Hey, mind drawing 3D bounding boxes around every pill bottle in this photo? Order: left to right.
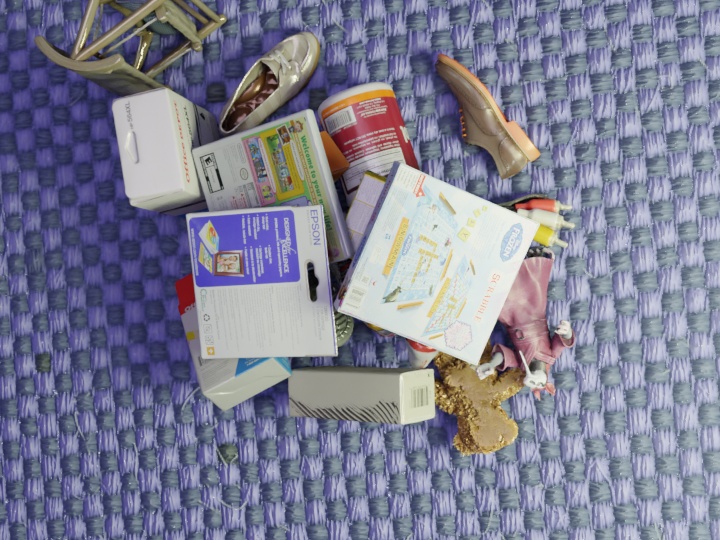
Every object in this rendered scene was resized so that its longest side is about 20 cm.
[{"bbox_3d":[0.021,-0.151,1.465,0.112,0.113,0.201,-19,85,9],"label":"pill bottle"}]

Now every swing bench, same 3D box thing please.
[{"bbox_3d":[-0.321,-0.338,1.490,0.130,0.199,0.200,38,95,9],"label":"swing bench"}]

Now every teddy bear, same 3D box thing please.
[{"bbox_3d":[0.157,0.155,1.460,0.145,0.067,0.200,-34,76,-2],"label":"teddy bear"}]

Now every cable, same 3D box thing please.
[{"bbox_3d":[0.192,-0.084,1.437,0.199,0.050,0.097,13,53,3],"label":"cable"}]

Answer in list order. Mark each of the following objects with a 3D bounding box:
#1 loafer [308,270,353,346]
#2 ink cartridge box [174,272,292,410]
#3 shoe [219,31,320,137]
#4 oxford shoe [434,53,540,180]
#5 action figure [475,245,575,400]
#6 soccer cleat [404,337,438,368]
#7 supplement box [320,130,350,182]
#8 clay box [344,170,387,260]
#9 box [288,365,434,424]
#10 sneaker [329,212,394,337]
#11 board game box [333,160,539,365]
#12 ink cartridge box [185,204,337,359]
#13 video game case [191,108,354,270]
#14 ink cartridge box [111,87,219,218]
[{"bbox_3d":[-0.090,0.030,1.464,0.075,0.070,0.200,-39,82,-28],"label":"loafer"},{"bbox_3d":[-0.184,0.082,1.493,0.116,0.067,0.201,-28,54,8],"label":"ink cartridge box"},{"bbox_3d":[-0.134,-0.268,1.527,0.070,0.053,0.200,43,95,9],"label":"shoe"},{"bbox_3d":[0.161,-0.216,1.465,0.073,0.071,0.200,-41,82,12],"label":"oxford shoe"},{"bbox_3d":[0.218,0.076,1.417,0.133,0.149,0.201,-13,93,14],"label":"action figure"},{"bbox_3d":[0.078,0.041,1.453,0.068,0.085,0.201,2,53,-10],"label":"soccer cleat"},{"bbox_3d":[-0.103,-0.106,1.463,0.200,0.069,0.067,-42,81,38],"label":"supplement box"},{"bbox_3d":[0.077,-0.040,1.387,0.199,0.048,0.115,24,102,3],"label":"clay box"},{"bbox_3d":[-0.001,0.167,1.432,0.199,0.082,0.069,-3,88,40],"label":"box"},{"bbox_3d":[0.000,0.000,1.478,0.078,0.082,0.200,-34,82,7],"label":"sneaker"},{"bbox_3d":[0.095,-0.008,1.322,0.199,0.041,0.201,23,96,-13],"label":"board game box"},{"bbox_3d":[-0.124,0.016,1.375,0.199,0.043,0.199,-2,97,21],"label":"ink cartridge box"},{"bbox_3d":[-0.117,-0.091,1.392,0.181,0.022,0.201,-16,92,22],"label":"video game case"},{"bbox_3d":[-0.260,-0.160,1.472,0.084,0.200,0.147,-12,86,10],"label":"ink cartridge box"}]
